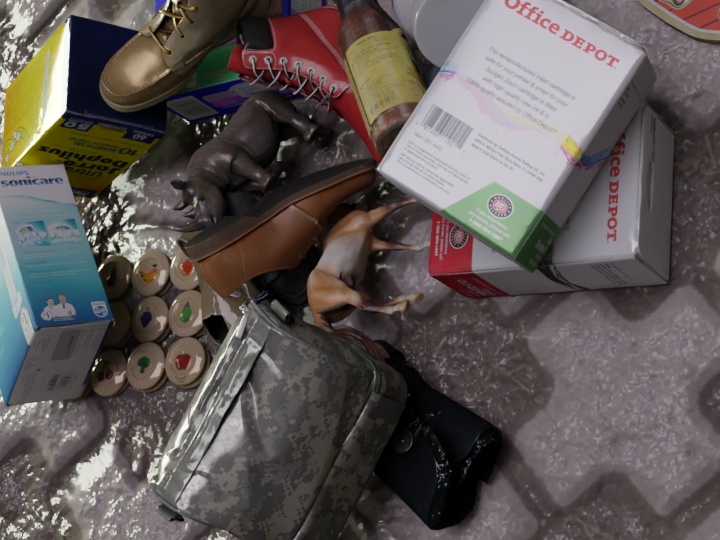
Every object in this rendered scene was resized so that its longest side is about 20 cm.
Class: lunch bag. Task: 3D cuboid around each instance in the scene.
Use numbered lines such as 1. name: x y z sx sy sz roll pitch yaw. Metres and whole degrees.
1. lunch bag: -0.076 0.130 1.412 0.139 0.168 0.200 31 93 33

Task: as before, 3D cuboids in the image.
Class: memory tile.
1. memory tile: -0.237 0.054 1.726 0.199 0.017 0.154 -9 69 30

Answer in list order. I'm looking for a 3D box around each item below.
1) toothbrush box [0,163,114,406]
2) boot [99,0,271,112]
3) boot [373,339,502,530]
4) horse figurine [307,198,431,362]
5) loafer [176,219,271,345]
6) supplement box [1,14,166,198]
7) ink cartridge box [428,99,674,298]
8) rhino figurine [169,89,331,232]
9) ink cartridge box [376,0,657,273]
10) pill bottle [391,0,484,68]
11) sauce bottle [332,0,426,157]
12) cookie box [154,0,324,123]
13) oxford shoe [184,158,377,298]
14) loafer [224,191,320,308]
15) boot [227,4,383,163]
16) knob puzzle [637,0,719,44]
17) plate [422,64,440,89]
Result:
1. toothbrush box: -0.332 0.014 1.699 0.200 0.085 0.147 66 145 29
2. boot: -0.173 -0.245 1.580 0.200 0.156 0.073 -37 75 -11
3. boot: 0.016 0.179 1.488 0.200 0.076 0.168 -50 51 1
4. horse figurine: 0.000 0.000 1.545 0.132 0.050 0.200 -5 51 25
5. loafer: -0.130 0.028 1.624 0.067 0.076 0.200 -34 56 -10
6. supplement box: -0.287 -0.164 1.725 0.200 0.109 0.110 -31 55 55
7. ink cartridge box: 0.170 -0.060 1.470 0.200 0.084 0.145 -5 71 32
8. rhino figurine: -0.118 -0.101 1.617 0.087 0.060 0.200 32 59 15
9. ink cartridge box: 0.133 -0.123 1.394 0.145 0.084 0.200 34 92 20
10. pill bottle: 0.080 -0.271 1.538 0.116 0.116 0.200 -36 34 17
11. sauce bottle: 0.017 -0.192 1.516 0.066 0.066 0.200 -30 56 20
12. cookie box: -0.126 -0.272 1.730 0.171 0.075 0.201 -10 69 28
13. oxford shoe: -0.063 -0.042 1.561 0.200 0.071 0.071 -31 12 -12
14. loafer: -0.107 -0.043 1.649 0.072 0.063 0.200 -43 57 11
15. boot: -0.045 -0.169 1.574 0.073 0.144 0.200 105 148 -47
16. knob puzzle: 0.331 -0.287 1.479 0.219 0.030 0.220 -11 69 29
17. plate: 0.130 -0.183 1.513 0.200 0.026 0.200 -18 36 14
